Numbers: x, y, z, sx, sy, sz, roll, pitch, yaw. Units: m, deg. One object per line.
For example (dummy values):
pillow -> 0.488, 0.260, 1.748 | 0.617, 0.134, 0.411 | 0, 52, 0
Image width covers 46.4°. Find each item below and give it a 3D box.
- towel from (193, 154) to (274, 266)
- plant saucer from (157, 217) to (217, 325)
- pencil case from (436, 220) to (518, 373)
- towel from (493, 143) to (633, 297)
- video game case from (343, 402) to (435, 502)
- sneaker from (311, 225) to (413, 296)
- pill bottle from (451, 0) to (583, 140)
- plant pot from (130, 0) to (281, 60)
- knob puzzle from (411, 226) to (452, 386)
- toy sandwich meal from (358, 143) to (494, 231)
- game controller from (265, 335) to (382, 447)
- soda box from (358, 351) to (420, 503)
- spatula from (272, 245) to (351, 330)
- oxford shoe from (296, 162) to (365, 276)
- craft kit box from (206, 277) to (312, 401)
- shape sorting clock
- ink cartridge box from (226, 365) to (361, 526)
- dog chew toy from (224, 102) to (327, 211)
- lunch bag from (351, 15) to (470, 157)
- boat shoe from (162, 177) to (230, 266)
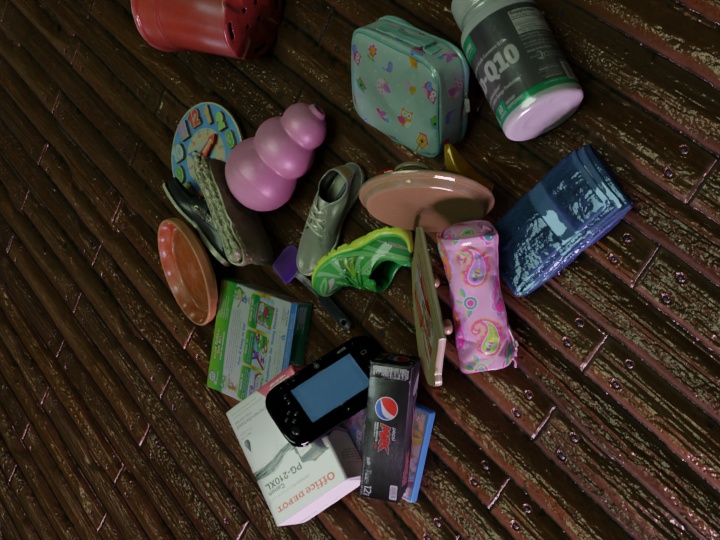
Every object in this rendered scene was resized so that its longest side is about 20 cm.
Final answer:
towel -> -0.214, -0.099, 1.415 | 0.036, 0.148, 0.202 | -26, 83, 15
plant saucer -> -0.312, 0.000, 1.533 | 0.200, 0.032, 0.203 | 37, 139, 42
pencil case -> 0.157, 0.037, 1.118 | 0.086, 0.087, 0.203 | -1, 108, 39
towel -> 0.251, -0.063, 1.098 | 0.200, 0.048, 0.113 | -45, 62, 31
video game case -> 0.020, 0.252, 1.308 | 0.198, 0.018, 0.146 | 19, 103, 38
sneaker -> 0.000, 0.000, 1.289 | 0.199, 0.074, 0.085 | -29, 68, 36
pill bottle -> 0.200, -0.283, 1.099 | 0.113, 0.112, 0.202 | -35, 68, 34
plant pot -> -0.251, -0.455, 1.435 | 0.193, 0.200, 0.204 | 23, 104, 28
knob puzzle -> 0.101, 0.069, 1.173 | 0.030, 0.220, 0.224 | -6, 84, -4
toy sandwich meal -> 0.094, -0.111, 1.137 | 0.203, 0.204, 0.071 | -9, 67, 39
game controller -> -0.044, 0.180, 1.268 | 0.105, 0.198, 0.042 | 53, 160, 18
soda box -> 0.043, 0.226, 1.219 | 0.062, 0.071, 0.204 | 8, 98, 14
spatula -> -0.077, 0.030, 1.386 | 0.200, 0.020, 0.057 | 44, 100, 28
oxford shoe -> -0.059, -0.083, 1.346 | 0.075, 0.057, 0.202 | 39, 112, 29
craft kit box -> -0.179, 0.132, 1.458 | 0.195, 0.048, 0.203 | 16, 100, 36
shape sorting clock -> -0.285, -0.208, 1.548 | 0.198, 0.039, 0.204 | 0, 90, 40
ink cartridge box -> -0.100, 0.274, 1.319 | 0.144, 0.084, 0.202 | -36, 68, 16
dog chew toy -> -0.131, -0.192, 1.375 | 0.200, 0.124, 0.125 | -44, 64, 21
lunch bag -> 0.071, -0.265, 1.191 | 0.199, 0.077, 0.162 | 36, 141, 36
boat shoe -> -0.280, -0.099, 1.514 | 0.063, 0.074, 0.202 | -45, 72, 6
